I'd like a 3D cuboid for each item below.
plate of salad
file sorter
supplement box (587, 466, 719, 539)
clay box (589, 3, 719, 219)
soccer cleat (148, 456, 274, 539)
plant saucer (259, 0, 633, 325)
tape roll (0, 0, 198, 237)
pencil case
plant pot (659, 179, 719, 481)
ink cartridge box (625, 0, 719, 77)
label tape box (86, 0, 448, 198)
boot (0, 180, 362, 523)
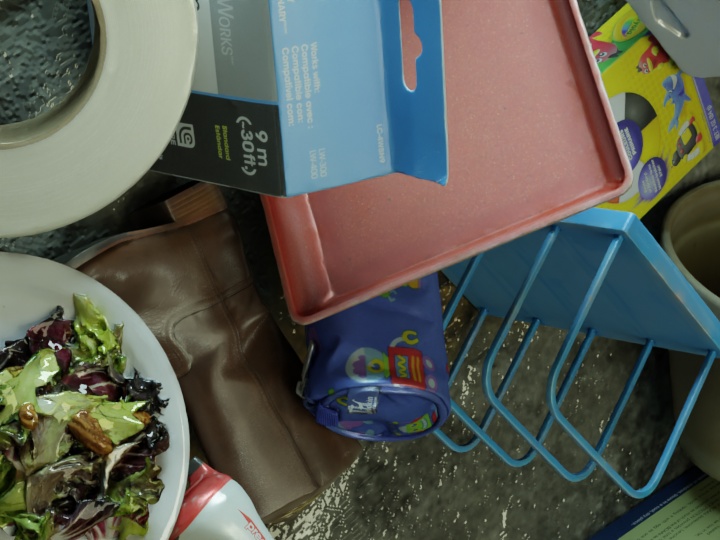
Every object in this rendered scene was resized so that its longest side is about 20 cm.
[{"bbox_3d":[-0.183,0.090,0.981,0.198,0.048,0.202,1,86,-12],"label":"plate of salad"},{"bbox_3d":[0.092,0.042,1.183,0.139,0.199,0.123,46,66,-40],"label":"file sorter"},{"bbox_3d":[0.307,0.244,1.446,0.199,0.199,0.135,-28,120,-31],"label":"supplement box"},{"bbox_3d":[0.152,-0.078,1.310,0.200,0.047,0.115,-43,126,-24],"label":"clay box"},{"bbox_3d":[-0.104,0.178,1.085,0.085,0.200,0.069,45,47,4],"label":"soccer cleat"},{"bbox_3d":[0.035,-0.089,1.067,0.037,0.199,0.201,34,37,-61],"label":"plant saucer"},{"bbox_3d":[-0.178,-0.117,0.960,0.201,0.037,0.205,-4,111,-11],"label":"tape roll"},{"bbox_3d":[0.000,0.000,1.122,0.086,0.078,0.202,0,64,-12],"label":"pencil case"},{"bbox_3d":[0.300,0.057,1.405,0.199,0.200,0.175,-23,134,-34],"label":"plant pot"},{"bbox_3d":[0.242,-0.247,1.276,0.144,0.084,0.201,39,61,-42],"label":"ink cartridge box"},{"bbox_3d":[-0.052,-0.118,1.013,0.066,0.199,0.145,-25,119,-44],"label":"label tape box"},{"bbox_3d":[-0.101,0.071,1.083,0.186,0.064,0.201,-32,101,-32],"label":"boot"}]
